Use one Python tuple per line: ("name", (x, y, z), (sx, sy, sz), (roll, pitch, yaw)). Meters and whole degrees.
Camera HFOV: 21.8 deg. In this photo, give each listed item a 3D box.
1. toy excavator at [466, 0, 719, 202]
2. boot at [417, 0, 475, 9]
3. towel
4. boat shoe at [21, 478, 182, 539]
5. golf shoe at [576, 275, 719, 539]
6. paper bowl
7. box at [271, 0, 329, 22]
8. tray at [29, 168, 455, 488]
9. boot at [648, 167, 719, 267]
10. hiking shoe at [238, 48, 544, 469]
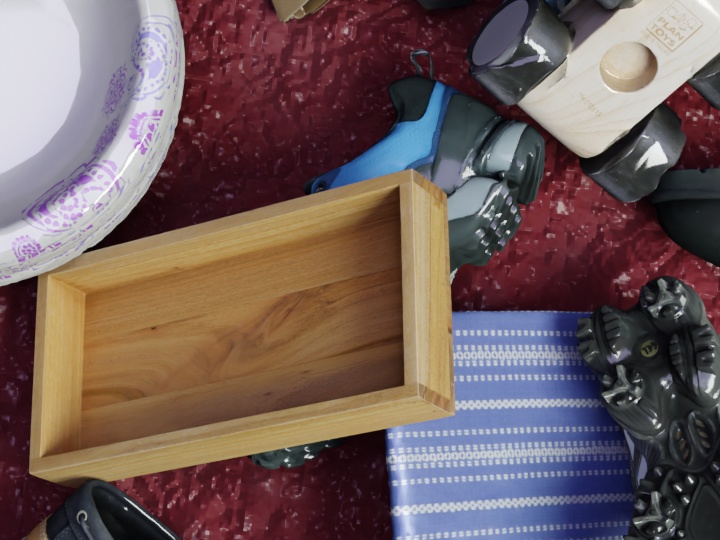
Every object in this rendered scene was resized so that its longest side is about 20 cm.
("toy excavator", (0.141, -0.162, 0.859), (0.100, 0.201, 0.194), (35, 121, -22))
("boot", (0.050, -0.224, 0.813), (0.065, 0.200, 0.166), (-33, 88, -27))
("towel", (0.071, 0.118, 0.826), (0.144, 0.024, 0.202), (1, 80, -35))
("boat shoe", (-0.061, 0.164, 0.825), (0.199, 0.075, 0.062), (35, 104, 4))
("golf shoe", (0.152, 0.101, 0.797), (0.077, 0.095, 0.201), (-19, 52, 17))
("paper bowl", (-0.178, -0.093, 0.849), (0.199, 0.104, 0.203), (0, 82, 1))
("box", (-0.027, -0.238, 0.847), (0.021, 0.163, 0.201), (-17, 81, -36))
("tray", (-0.054, 0.029, 0.812), (0.199, 0.037, 0.100), (-13, 66, 28))
("boot", (0.221, 0.042, 0.849), (0.196, 0.073, 0.164), (8, 89, 3))
("hiking shoe", (0.000, 0.000, 0.861), (0.086, 0.074, 0.200), (35, 78, 19))
